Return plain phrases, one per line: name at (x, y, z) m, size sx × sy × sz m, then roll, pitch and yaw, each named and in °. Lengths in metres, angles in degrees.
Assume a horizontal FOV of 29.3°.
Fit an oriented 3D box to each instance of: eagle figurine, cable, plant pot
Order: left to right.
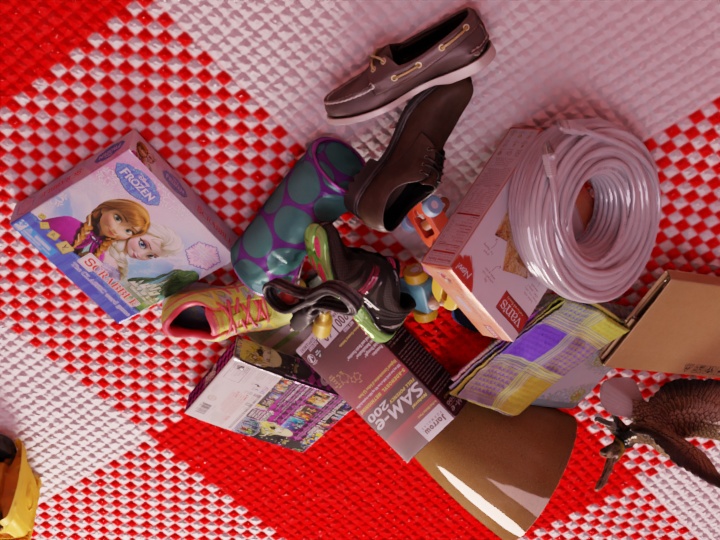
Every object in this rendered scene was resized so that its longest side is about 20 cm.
cable at (-0.051, 0.026, 1.553) m, size 0.097 × 0.050 × 0.200 m, roll 46°, pitch 153°, yaw -3°
plant pot at (0.152, 0.226, 1.803) m, size 0.198 × 0.187 × 0.187 m, roll 29°, pitch 128°, yaw -5°
cable at (0.249, -0.067, 1.525) m, size 0.198 × 0.069 × 0.203 m, roll -1°, pitch 99°, yaw -38°
eagle figurine at (0.411, 0.214, 1.779) m, size 0.150 × 0.154 × 0.199 m, roll 13°, pitch 164°, yaw -40°

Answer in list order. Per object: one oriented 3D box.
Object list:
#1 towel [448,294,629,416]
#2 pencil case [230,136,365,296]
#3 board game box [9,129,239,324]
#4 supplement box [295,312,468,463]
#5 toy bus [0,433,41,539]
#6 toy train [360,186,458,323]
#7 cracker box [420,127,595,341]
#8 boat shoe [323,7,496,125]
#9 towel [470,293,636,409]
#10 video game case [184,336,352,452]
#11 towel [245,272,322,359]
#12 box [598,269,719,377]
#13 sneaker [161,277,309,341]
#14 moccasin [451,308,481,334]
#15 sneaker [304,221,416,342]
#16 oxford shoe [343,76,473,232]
towel at (0.214, 0.105, 1.658) m, size 0.200 × 0.023 × 0.143 m, roll -40°, pitch 138°, yaw 23°
pencil case at (-0.069, -0.060, 1.609) m, size 0.092 × 0.085 × 0.200 m, roll 35°, pitch 126°, yaw -7°
board game box at (-0.282, -0.047, 1.659) m, size 0.198 × 0.041 × 0.200 m, roll -28°, pitch 125°, yaw 24°
supplement box at (0.028, 0.127, 1.702) m, size 0.200 × 0.061 × 0.109 m, roll 44°, pitch 125°, yaw 2°
toy bus at (-0.553, 0.330, 1.963) m, size 0.197 × 0.137 × 0.193 m, roll -2°, pitch 147°, yaw 8°
toy train at (0.078, -0.021, 1.620) m, size 0.151 × 0.055 × 0.200 m, roll 54°, pitch 151°, yaw 3°
cracker box at (0.171, -0.041, 1.546) m, size 0.057 × 0.201 × 0.134 m, roll 12°, pitch 152°, yaw 52°
boat shoe at (0.044, -0.218, 1.476) m, size 0.198 × 0.072 × 0.060 m, roll -21°, pitch 122°, yaw 15°
towel at (0.246, 0.104, 1.726) m, size 0.198 × 0.049 × 0.172 m, roll 8°, pitch 136°, yaw -34°
video game case at (-0.117, 0.167, 1.807) m, size 0.179 × 0.036 × 0.200 m, roll 21°, pitch 146°, yaw -16°
towel at (-0.036, 0.095, 1.787) m, size 0.152 × 0.024 × 0.200 m, roll -34°, pitch 120°, yaw 27°
box at (0.415, 0.069, 1.702) m, size 0.197 × 0.021 × 0.164 m, roll 7°, pitch 134°, yaw -27°
sneaker at (-0.156, 0.053, 1.698) m, size 0.197 × 0.090 × 0.079 m, roll -11°, pitch 109°, yaw 10°
moccasin at (0.162, 0.000, 1.654) m, size 0.068 × 0.080 × 0.201 m, roll 32°, pitch 148°, yaw 21°
sneaker at (0.000, 0.000, 1.584) m, size 0.083 × 0.077 × 0.200 m, roll -38°, pitch 136°, yaw 2°
oxford shoe at (0.071, -0.126, 1.511) m, size 0.072 × 0.084 × 0.201 m, roll 24°, pitch 102°, yaw -49°
